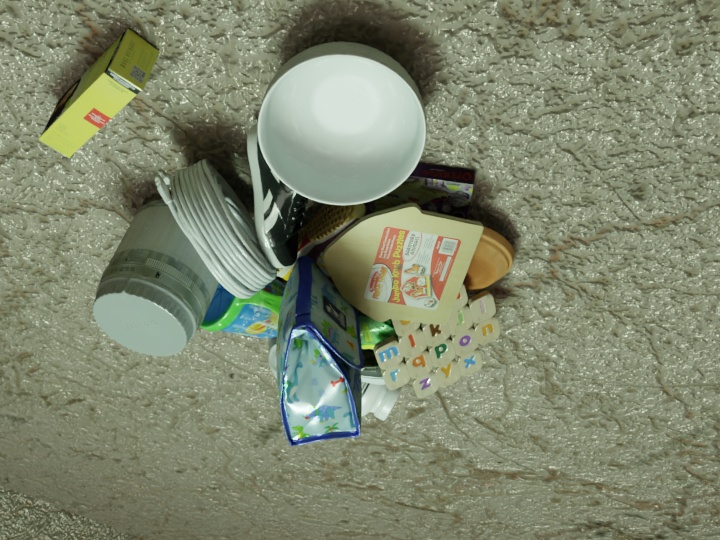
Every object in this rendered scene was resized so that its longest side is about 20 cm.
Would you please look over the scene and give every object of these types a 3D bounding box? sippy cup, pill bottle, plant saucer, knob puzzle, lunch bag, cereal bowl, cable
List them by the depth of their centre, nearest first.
[{"bbox_3d":[-0.021,-0.182,0.993,0.198,0.084,0.201,1,130,1],"label":"cereal bowl"},{"bbox_3d":[-0.060,0.105,1.143,0.126,0.171,0.202,-10,122,2],"label":"lunch bag"},{"bbox_3d":[0.046,-0.013,1.146,0.217,0.031,0.221,-1,128,-2],"label":"knob puzzle"},{"bbox_3d":[-0.188,-0.058,1.160,0.069,0.201,0.200,-32,173,4],"label":"cable"},{"bbox_3d":[0.123,-0.016,1.224,0.198,0.038,0.200,9,157,4],"label":"plant saucer"},{"bbox_3d":[-0.185,0.049,1.371,0.130,0.178,0.140,26,112,-39],"label":"sippy cup"},{"bbox_3d":[-0.028,0.185,1.493,0.199,0.113,0.113,29,145,0],"label":"pill bottle"}]

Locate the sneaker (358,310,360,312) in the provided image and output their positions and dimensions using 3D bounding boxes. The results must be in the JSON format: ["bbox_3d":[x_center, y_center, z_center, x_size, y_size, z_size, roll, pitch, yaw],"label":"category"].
[{"bbox_3d":[0.009,0.091,1.350,0.199,0.079,0.115,-21,145,21],"label":"sneaker"}]

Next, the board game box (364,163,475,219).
[{"bbox_3d":[0.053,-0.103,1.159,0.198,0.033,0.120,8,150,5],"label":"board game box"}]

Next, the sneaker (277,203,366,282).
[{"bbox_3d":[-0.037,-0.032,1.192,0.090,0.075,0.200,32,140,-22],"label":"sneaker"}]

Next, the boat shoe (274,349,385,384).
[{"bbox_3d":[-0.036,0.135,1.326,0.198,0.069,0.057,6,139,-3],"label":"boat shoe"}]

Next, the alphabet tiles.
[{"bbox_3d":[0.118,0.107,1.275,0.199,0.015,0.197,-25,131,-6],"label":"alphabet tiles"}]

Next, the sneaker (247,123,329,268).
[{"bbox_3d":[-0.081,-0.095,1.104,0.111,0.073,0.202,1,114,20],"label":"sneaker"}]

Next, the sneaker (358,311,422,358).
[{"bbox_3d":[0.011,0.081,1.279,0.198,0.074,0.084,6,127,-15],"label":"sneaker"}]

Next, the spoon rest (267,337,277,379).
[{"bbox_3d":[-0.150,0.121,1.453,0.060,0.200,0.100,0,125,-55],"label":"spoon rest"}]

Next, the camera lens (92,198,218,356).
[{"bbox_3d":[-0.293,0.006,1.256,0.158,0.201,0.161,9,140,8],"label":"camera lens"}]

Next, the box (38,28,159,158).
[{"bbox_3d":[-0.335,-0.220,1.062,0.050,0.076,0.199,34,139,-31],"label":"box"}]
